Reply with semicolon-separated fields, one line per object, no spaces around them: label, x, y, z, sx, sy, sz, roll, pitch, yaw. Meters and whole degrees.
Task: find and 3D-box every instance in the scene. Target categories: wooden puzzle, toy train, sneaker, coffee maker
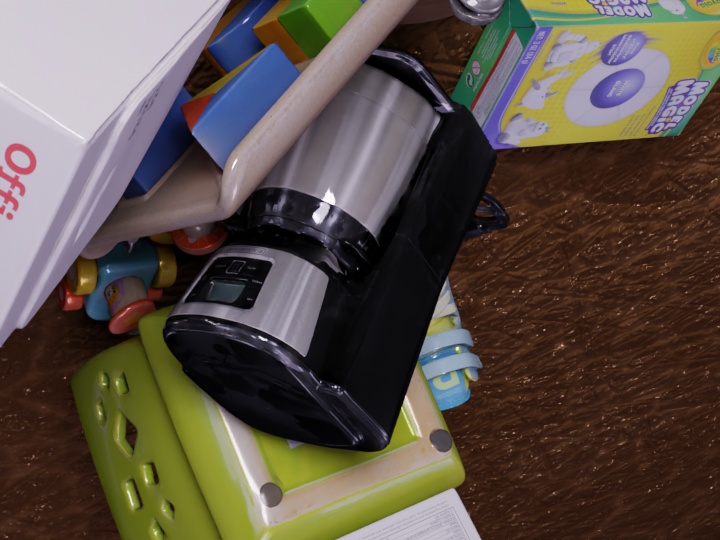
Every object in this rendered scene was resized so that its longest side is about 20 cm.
wooden puzzle;-0.058;-0.092;0.725;0.186;0.046;0.200;-52;-162;-25
toy train;-0.100;-0.005;0.967;0.199;0.056;0.150;-33;148;14
sneaker;0.046;0.022;1.035;0.079;0.131;0.201;-17;149;-7
coffee maker;0.000;0.000;0.850;0.192;0.201;0.134;33;156;-24

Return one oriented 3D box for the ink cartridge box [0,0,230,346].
ink cartridge box;-0.183;-0.090;0.592;0.199;0.145;0.147;34;130;-4

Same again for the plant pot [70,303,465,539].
plant pot;-0.056;0.106;0.973;0.199;0.200;0.181;-17;166;-28

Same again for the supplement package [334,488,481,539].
supplement package;0.020;0.274;0.917;0.150;0.201;0.152;-19;160;-26

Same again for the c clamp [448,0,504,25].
c clamp;0.069;-0.187;0.659;0.027;0.172;0.200;14;151;1

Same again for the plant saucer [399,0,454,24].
plant saucer;0.047;-0.202;0.786;0.199;0.030;0.201;-18;150;-11

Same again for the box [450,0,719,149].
box;0.167;-0.136;0.957;0.199;0.049;0.118;-9;147;-27
